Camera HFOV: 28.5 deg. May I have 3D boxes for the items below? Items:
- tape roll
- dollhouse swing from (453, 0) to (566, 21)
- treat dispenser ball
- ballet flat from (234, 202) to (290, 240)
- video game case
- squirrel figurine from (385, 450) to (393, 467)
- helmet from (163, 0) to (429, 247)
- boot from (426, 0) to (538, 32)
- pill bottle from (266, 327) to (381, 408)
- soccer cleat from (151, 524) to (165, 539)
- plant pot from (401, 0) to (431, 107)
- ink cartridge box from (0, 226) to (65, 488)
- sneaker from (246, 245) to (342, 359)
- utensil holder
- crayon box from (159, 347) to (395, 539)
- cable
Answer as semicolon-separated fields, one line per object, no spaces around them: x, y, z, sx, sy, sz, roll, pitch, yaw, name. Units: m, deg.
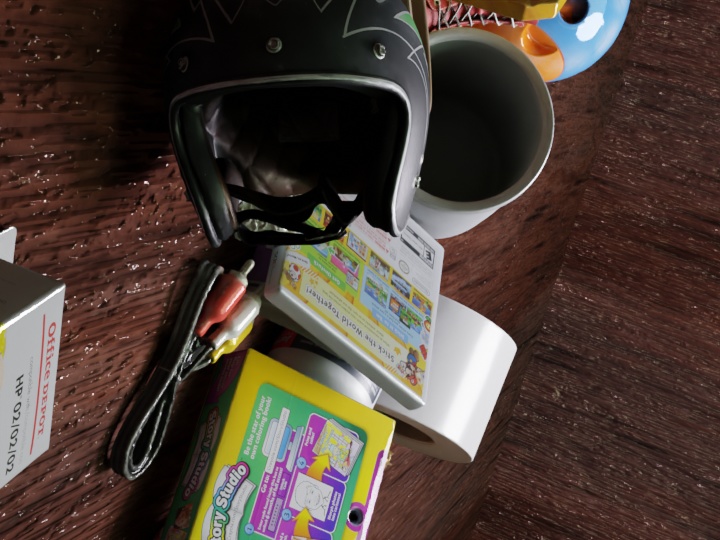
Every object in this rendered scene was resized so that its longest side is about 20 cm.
0.059;0.112;1.593;0.203;0.201;0.140;68;44;-68;tape roll
0.132;-0.343;1.276;0.176;0.199;0.183;-40;147;-61;dollhouse swing
0.195;-0.307;1.546;0.201;0.200;0.202;20;90;-75;treat dispenser ball
-0.060;-0.111;1.142;0.072;0.071;0.201;-45;150;-58;ballet flat
0.000;0.000;1.265;0.200;0.023;0.183;41;43;-34;video game case
-0.048;0.216;1.516;0.200;0.140;0.188;-36;132;-67;squirrel figurine
-0.043;-0.121;0.955;0.200;0.199;0.192;-49;139;-55;helmet
0.092;-0.250;1.362;0.200;0.143;0.073;-54;160;-44;boot
-0.029;0.090;1.404;0.120;0.119;0.201;88;26;-55;pill bottle
-0.143;0.250;1.318;0.077;0.066;0.200;-65;166;19;soccer cleat
0.001;-0.218;1.106;0.201;0.092;0.203;-5;90;-82;plant pot
-0.223;0.066;0.769;0.200;0.067;0.116;-45;152;-59;ink cartridge box
-0.011;0.016;1.303;0.200;0.072;0.115;32;67;-34;sneaker
0.082;-0.123;1.366;0.200;0.169;0.171;132;-20;-80;utensil holder
-0.073;0.196;1.253;0.058;0.172;0.201;-16;-128;54;crayon box
-0.135;0.073;1.129;0.097;0.050;0.201;87;26;-54;cable
